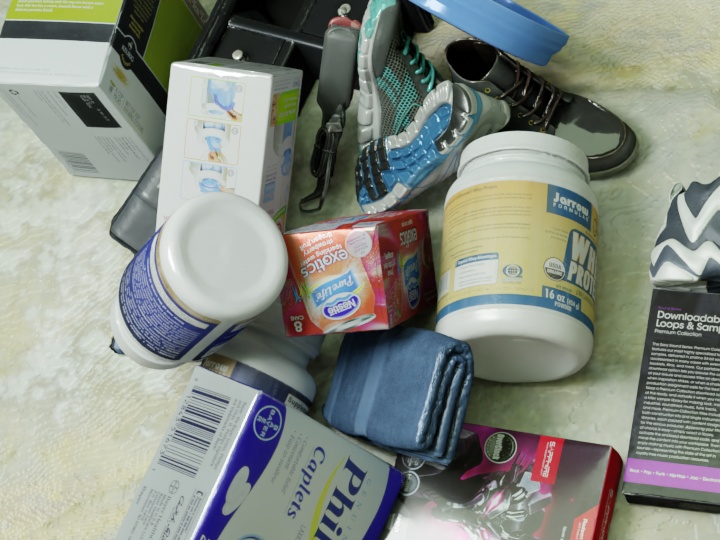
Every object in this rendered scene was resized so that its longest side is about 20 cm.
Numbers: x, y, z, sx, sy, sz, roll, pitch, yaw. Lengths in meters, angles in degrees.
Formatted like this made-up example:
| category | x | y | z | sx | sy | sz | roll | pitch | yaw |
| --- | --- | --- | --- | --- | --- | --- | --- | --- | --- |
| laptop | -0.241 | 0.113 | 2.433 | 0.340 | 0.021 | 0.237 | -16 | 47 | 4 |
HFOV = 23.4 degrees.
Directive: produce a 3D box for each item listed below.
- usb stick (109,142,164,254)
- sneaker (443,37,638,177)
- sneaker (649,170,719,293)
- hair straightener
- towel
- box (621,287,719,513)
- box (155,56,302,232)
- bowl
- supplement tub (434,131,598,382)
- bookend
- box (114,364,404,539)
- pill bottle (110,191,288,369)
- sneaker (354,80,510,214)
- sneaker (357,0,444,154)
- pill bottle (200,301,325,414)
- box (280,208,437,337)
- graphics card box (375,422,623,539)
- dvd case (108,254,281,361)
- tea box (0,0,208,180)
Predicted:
| category | x | y | z | sx | sy | sz | roll | pitch | yaw |
| --- | --- | --- | --- | --- | --- | --- | --- | --- | --- |
| usb stick | -0.183 | -0.104 | 1.756 | 0.055 | 0.033 | 0.200 | 37 | 102 | 8 |
| sneaker | 0.169 | -0.156 | 1.686 | 0.199 | 0.106 | 0.075 | 20 | 73 | 25 |
| sneaker | 0.366 | -0.042 | 1.584 | 0.198 | 0.079 | 0.130 | -1 | 74 | 28 |
| hair straightener | -0.036 | -0.146 | 1.719 | 0.041 | 0.077 | 0.201 | 15 | 112 | 0 |
| towel | 0.035 | 0.105 | 1.572 | 0.200 | 0.048 | 0.112 | 8 | 81 | 64 |
| box | 0.319 | 0.116 | 1.551 | 0.142 | 0.036 | 0.201 | 5 | 69 | 19 |
| box | -0.127 | -0.098 | 1.674 | 0.101 | 0.112 | 0.201 | 9 | 101 | 12 |
| bowl | 0.104 | -0.255 | 1.671 | 0.200 | 0.200 | 0.039 | 35 | 104 | 28 |
| supplement tub | 0.146 | -0.011 | 1.603 | 0.144 | 0.145 | 0.201 | -2 | 65 | 17 |
| bookend | -0.060 | -0.219 | 1.797 | 0.198 | 0.092 | 0.201 | 18 | 73 | 24 |
| box | -0.086 | 0.212 | 1.518 | 0.105 | 0.200 | 0.185 | 14 | 75 | 48 |
| pill bottle | -0.150 | 0.017 | 1.550 | 0.115 | 0.200 | 0.116 | 9 | 67 | -23 |
| sneaker | 0.072 | -0.110 | 1.693 | 0.200 | 0.086 | 0.075 | -35 | 62 | 45 |
| sneaker | 0.044 | -0.192 | 1.705 | 0.091 | 0.200 | 0.078 | 4 | 50 | 5 |
| pill bottle | -0.109 | 0.131 | 1.628 | 0.111 | 0.111 | 0.201 | 19 | 76 | 24 |
| box | 0.000 | 0.000 | 1.605 | 0.099 | 0.200 | 0.096 | -5 | 95 | 16 |
| graphics card box | 0.124 | 0.206 | 1.561 | 0.199 | 0.051 | 0.126 | 8 | 69 | 22 |
| dvd case | -0.145 | 0.023 | 1.751 | 0.199 | 0.018 | 0.143 | 4 | 67 | 19 |
| tea box | -0.262 | -0.226 | 1.803 | 0.133 | 0.200 | 0.198 | 5 | 66 | 20 |
